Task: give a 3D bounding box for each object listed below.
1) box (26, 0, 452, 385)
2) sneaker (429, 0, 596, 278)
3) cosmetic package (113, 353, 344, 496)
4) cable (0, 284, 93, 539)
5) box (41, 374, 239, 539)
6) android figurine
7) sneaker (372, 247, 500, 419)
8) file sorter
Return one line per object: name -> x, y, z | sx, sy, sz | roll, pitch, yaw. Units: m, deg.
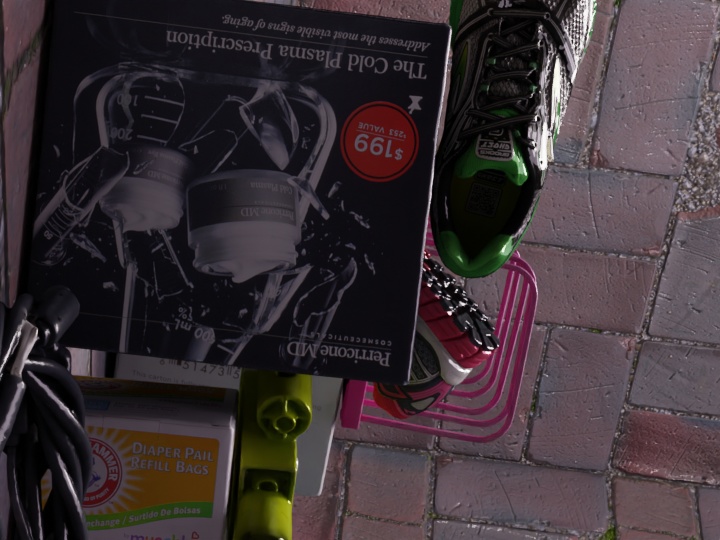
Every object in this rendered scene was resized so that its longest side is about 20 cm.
box -> -0.062, -0.047, 0.867 | 0.104, 0.198, 0.184 | -98, -166, -83
sneaker -> 0.080, -0.089, 0.871 | 0.085, 0.077, 0.202 | -83, -179, -71
cosmetic package -> -0.089, 0.040, 1.250 | 0.200, 0.163, 0.166 | -82, -177, -69
cable -> -0.155, 0.112, 0.739 | 0.163, 0.050, 0.202 | -84, -179, -76
box -> -0.130, 0.166, 0.927 | 0.101, 0.112, 0.202 | -106, -157, -83
android figurine -> -0.055, 0.123, 0.966 | 0.200, 0.041, 0.183 | -91, -172, -60
sneaker -> 0.000, 0.000, 0.992 | 0.075, 0.080, 0.200 | -46, -134, 13
file sorter -> 0.058, 0.036, 1.250 | 0.200, 0.124, 0.140 | -91, -168, -80
